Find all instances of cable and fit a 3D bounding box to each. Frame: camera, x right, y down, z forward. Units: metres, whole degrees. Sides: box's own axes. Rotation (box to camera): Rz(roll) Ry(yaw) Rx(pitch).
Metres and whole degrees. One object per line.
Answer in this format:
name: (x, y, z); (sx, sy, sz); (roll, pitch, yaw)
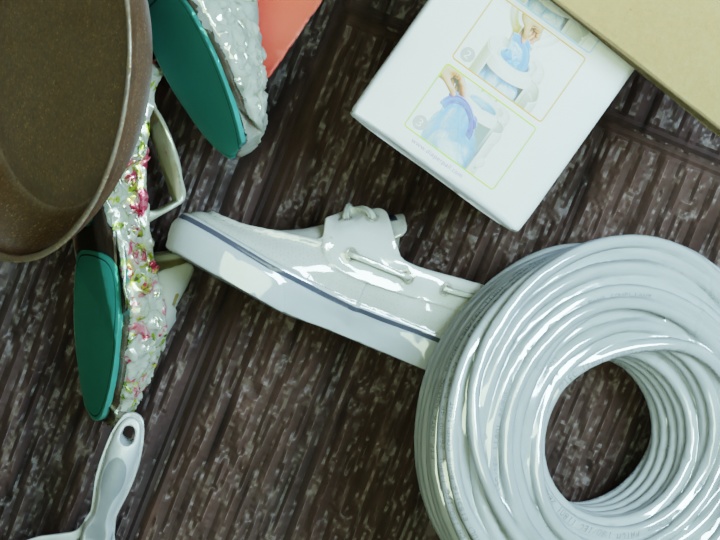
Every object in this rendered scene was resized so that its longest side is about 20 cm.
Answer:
cable: (0.125, 0.083, 1.085); (0.199, 0.069, 0.201); (29, 83, -19)

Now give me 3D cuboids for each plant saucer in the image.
plant saucer: (-0.158, -0.105, 1.066); (0.199, 0.036, 0.203); (2, 93, 49)

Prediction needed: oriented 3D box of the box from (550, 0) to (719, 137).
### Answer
box: (0.150, -0.179, 0.994); (0.199, 0.021, 0.164); (37, 94, -1)

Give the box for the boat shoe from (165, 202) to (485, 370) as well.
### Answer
boat shoe: (0.000, 0.000, 1.109); (0.198, 0.071, 0.070); (22, 89, -6)

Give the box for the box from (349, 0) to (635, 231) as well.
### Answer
box: (0.094, -0.132, 1.067); (0.101, 0.113, 0.201); (35, 96, -1)

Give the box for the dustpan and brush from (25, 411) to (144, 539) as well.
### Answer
dustpan and brush: (-0.148, 0.165, 1.142); (0.138, 0.057, 0.202); (20, 97, 2)

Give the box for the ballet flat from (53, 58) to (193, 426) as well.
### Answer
ballet flat: (-0.119, -0.020, 1.120); (0.063, 0.075, 0.202); (-10, 102, -27)

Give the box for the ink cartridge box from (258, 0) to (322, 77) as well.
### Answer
ink cartridge box: (-0.057, -0.225, 1.100); (0.160, 0.047, 0.201); (35, 96, 0)

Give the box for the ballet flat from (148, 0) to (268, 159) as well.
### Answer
ballet flat: (-0.090, -0.156, 1.085); (0.071, 0.072, 0.201); (-30, 100, 6)
